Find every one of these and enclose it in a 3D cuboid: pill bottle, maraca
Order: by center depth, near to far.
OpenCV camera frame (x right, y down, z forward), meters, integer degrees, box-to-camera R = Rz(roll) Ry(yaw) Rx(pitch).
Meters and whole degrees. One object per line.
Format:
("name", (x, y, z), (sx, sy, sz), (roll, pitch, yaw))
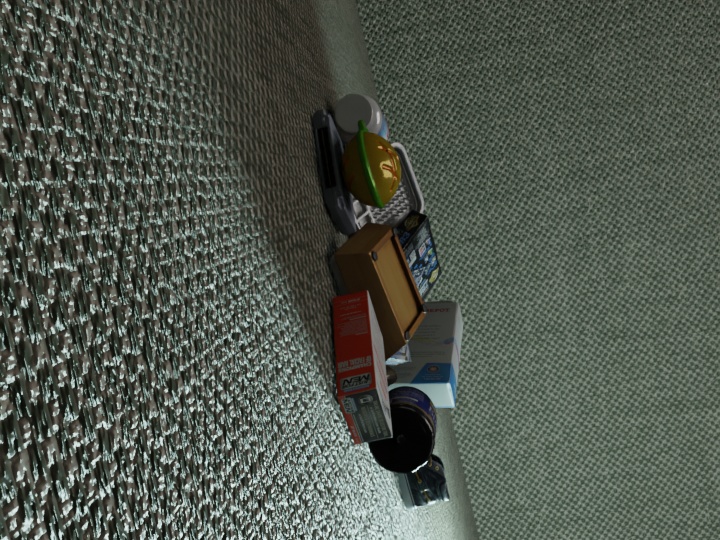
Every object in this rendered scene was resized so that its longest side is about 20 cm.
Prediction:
("pill bottle", (0.074, 0.259, 1.504), (0.200, 0.109, 0.114), (-40, 116, -81))
("maraca", (0.018, -0.192, 1.606), (0.201, 0.105, 0.139), (-92, 166, -58))
("pill bottle", (0.000, -0.321, 1.944), (0.200, 0.106, 0.111), (22, 55, -81))

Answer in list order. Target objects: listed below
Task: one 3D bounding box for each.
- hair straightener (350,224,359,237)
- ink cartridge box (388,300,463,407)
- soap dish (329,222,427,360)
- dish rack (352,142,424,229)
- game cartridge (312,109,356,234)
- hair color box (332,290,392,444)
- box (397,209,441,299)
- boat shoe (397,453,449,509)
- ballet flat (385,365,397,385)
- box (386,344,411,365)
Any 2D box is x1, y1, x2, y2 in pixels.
("hair straightener", (0.000, 0.000, 1.705), (0.077, 0.040, 0.204), (49, 25, -76))
("ink cartridge box", (0.121, 0.163, 1.743), (0.086, 0.141, 0.203), (70, 24, -44))
("soap dish", (0.036, 0.031, 1.505), (0.203, 0.080, 0.157), (67, 28, -13))
("dish rack", (0.038, -0.145, 1.806), (0.199, 0.043, 0.174), (-40, 117, -33))
("game cartridge", (-0.046, -0.174, 1.625), (0.134, 0.040, 0.204), (55, 23, -62))
("hair color box", (0.001, 0.142, 1.334), (0.202, 0.063, 0.112), (-96, 171, -49))
("box", (0.088, 0.013, 1.848), (0.201, 0.049, 0.200), (-53, 149, -22))
("boat shoe", (0.108, 0.353, 1.681), (0.071, 0.089, 0.204), (-84, 160, -69))
("ballet flat", (0.030, 0.179, 1.507), (0.047, 0.066, 0.200), (63, 3, 8))
("box", (0.032, 0.065, 1.613), (0.136, 0.039, 0.204), (20, 58, -59))
